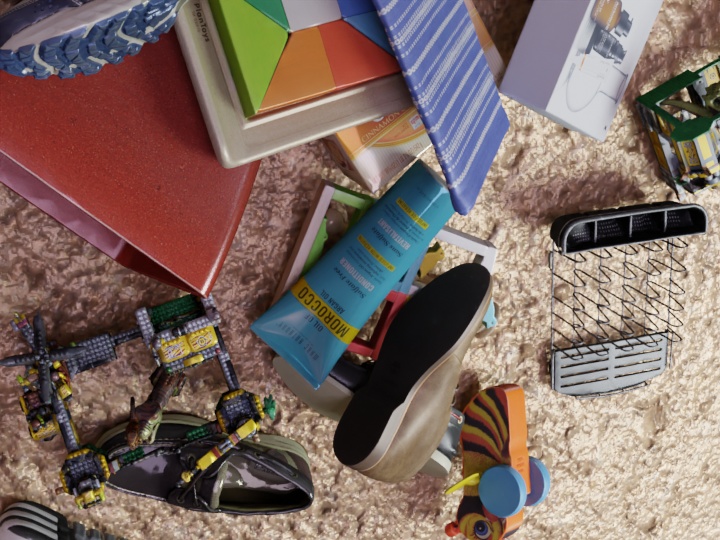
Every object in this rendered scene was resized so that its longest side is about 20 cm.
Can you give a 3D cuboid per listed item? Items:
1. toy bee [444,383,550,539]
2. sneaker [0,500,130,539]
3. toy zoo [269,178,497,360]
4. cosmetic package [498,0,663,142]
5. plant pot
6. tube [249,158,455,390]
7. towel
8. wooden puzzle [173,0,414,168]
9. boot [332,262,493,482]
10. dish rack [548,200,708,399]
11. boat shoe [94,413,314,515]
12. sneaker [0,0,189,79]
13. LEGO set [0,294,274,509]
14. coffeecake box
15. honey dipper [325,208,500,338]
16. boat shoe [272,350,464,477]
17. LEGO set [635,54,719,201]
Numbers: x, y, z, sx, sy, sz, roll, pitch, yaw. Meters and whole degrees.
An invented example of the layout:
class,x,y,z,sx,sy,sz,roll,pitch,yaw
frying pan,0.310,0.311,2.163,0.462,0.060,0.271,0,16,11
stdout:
class,x,y,z,sx,sy,sz,roll,pitch,yaw
toy bee,0.120,0.215,0.991,0.130,0.107,0.204,28,55,-45
sneaker,-0.240,0.287,0.893,0.198,0.075,0.116,33,98,-18
toy zoo,0.032,0.016,0.903,0.197,0.021,0.133,20,105,-19
cosmetic package,0.200,-0.221,0.871,0.150,0.051,0.203,4,109,-61
plant pot,-0.167,-0.120,0.724,0.199,0.199,0.178,38,77,-28
tube,0.000,0.000,0.855,0.077,0.050,0.200,42,101,4
towel,0.054,-0.157,0.755,0.023,0.145,0.202,-12,118,28
wooden puzzle,-0.040,-0.184,0.693,0.198,0.037,0.188,-24,99,-36
boot,0.057,0.088,0.885,0.075,0.073,0.202,36,86,-39
dish rack,0.251,0.033,1.007,0.150,0.055,0.204,-8,111,-13
boat shoe,-0.129,0.171,0.896,0.196,0.065,0.075,6,107,-23
sneaker,-0.131,-0.181,0.597,0.198,0.077,0.086,-33,90,-16
LEGO set,-0.165,0.093,0.797,0.196,0.116,0.157,-11,89,-11
coffeecake box,0.005,-0.192,0.825,0.153,0.073,0.201,-39,117,-7
honey dipper,0.041,0.002,0.929,0.198,0.038,0.038,30,95,-25
boat shoe,0.009,0.112,0.938,0.200,0.073,0.064,34,65,-21
LEGO set,0.355,-0.125,0.952,0.198,0.154,0.117,-33,117,-5
